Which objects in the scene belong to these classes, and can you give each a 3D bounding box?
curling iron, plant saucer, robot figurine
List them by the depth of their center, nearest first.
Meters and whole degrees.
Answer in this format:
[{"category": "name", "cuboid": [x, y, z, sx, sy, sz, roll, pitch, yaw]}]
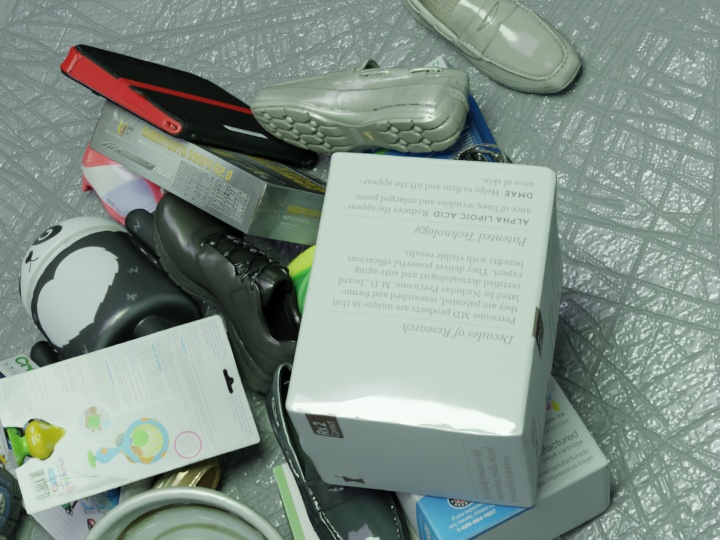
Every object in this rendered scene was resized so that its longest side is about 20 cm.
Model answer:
[{"category": "curling iron", "cuboid": [0.107, -0.020, 1.313, 0.049, 0.026, 0.201, -19, 56, 17]}, {"category": "plant saucer", "cuboid": [-0.137, 0.268, 1.350, 0.199, 0.050, 0.201, 1, 98, 7]}, {"category": "robot figurine", "cuboid": [-0.225, 0.036, 1.493, 0.150, 0.125, 0.200, -30, 53, -23]}]

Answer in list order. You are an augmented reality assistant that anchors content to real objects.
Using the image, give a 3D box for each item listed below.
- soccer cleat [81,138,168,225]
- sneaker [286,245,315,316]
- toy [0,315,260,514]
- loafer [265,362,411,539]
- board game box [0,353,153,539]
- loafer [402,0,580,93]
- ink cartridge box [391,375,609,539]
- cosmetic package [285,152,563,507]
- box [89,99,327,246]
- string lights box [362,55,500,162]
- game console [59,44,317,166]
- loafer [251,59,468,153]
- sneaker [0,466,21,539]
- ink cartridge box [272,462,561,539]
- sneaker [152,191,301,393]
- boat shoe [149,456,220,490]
[{"category": "soccer cleat", "cuboid": [-0.194, -0.059, 1.563, 0.200, 0.067, 0.077, 41, 124, 29]}, {"category": "sneaker", "cuboid": [0.000, 0.000, 1.386, 0.200, 0.074, 0.084, -45, 63, 57]}, {"category": "toy", "cuboid": [-0.197, 0.122, 1.389, 0.199, 0.047, 0.116, -16, 77, -16]}, {"category": "loafer", "cuboid": [-0.020, 0.160, 1.295, 0.068, 0.071, 0.201, -27, 63, -9]}, {"category": "board game box", "cuboid": [-0.261, 0.179, 1.472, 0.200, 0.035, 0.127, 36, 128, 34]}, {"category": "loafer", "cuboid": [0.106, -0.216, 1.447, 0.200, 0.070, 0.070, 33, 88, 34]}, {"category": "ink cartridge box", "cuboid": [0.083, 0.122, 1.292, 0.144, 0.085, 0.200, -26, 56, -9]}, {"category": "cosmetic package", "cuboid": [0.053, 0.045, 1.187, 0.164, 0.165, 0.201, 5, 66, 12]}, {"category": "box", "cuboid": [-0.115, -0.083, 1.456, 0.199, 0.158, 0.049, 28, 100, 32]}, {"category": "string lights box", "cuboid": [0.074, -0.072, 1.414, 0.102, 0.059, 0.201, -31, 59, 15]}, {"category": "game console", "cuboid": [-0.155, -0.144, 1.486, 0.177, 0.200, 0.031, 36, 106, 33]}, {"category": "loafer", "cuboid": [0.001, -0.142, 1.403, 0.199, 0.070, 0.070, 6, 60, 27]}, {"category": "sneaker", "cuboid": [-0.371, 0.267, 1.524, 0.087, 0.074, 0.201, 23, 90, 58]}, {"category": "ink cartridge box", "cuboid": [0.044, 0.196, 1.334, 0.199, 0.048, 0.146, -18, 61, -5]}, {"category": "sneaker", "cuboid": [-0.101, 0.006, 1.425, 0.200, 0.076, 0.091, 52, 142, 5]}, {"category": "boat shoe", "cuboid": [-0.161, 0.246, 1.415, 0.062, 0.073, 0.201, 26, 96, 26]}]
